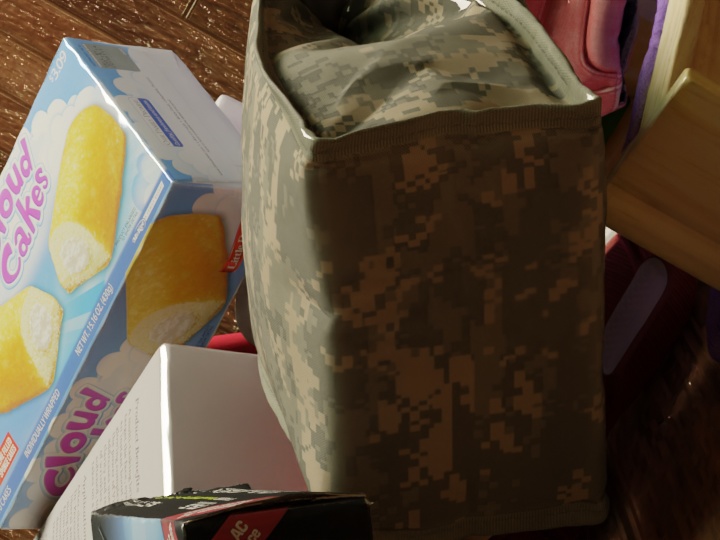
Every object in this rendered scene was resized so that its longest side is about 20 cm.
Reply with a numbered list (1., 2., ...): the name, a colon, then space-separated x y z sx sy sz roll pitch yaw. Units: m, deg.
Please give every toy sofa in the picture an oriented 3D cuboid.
1. toy sofa: 0.136 -0.060 0.940 0.098 0.083 0.200 -55 8 33

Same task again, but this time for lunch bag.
1. lunch bag: 0.014 -0.019 0.901 0.200 0.118 0.164 -119 23 -60

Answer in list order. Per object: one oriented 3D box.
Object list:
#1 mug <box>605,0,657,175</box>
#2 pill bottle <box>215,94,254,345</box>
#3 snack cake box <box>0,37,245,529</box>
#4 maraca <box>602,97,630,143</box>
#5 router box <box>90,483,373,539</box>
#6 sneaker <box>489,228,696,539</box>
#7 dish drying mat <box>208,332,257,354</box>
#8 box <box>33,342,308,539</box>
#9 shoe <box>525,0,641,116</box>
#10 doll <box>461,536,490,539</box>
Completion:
1. mug: 0.115 -0.133 1.126 0.187 0.153 0.149 -56 8 44
2. pill bottle: 0.000 0.000 1.234 0.114 0.200 0.114 -61 6 11
3. snack cake box: -0.125 0.008 1.169 0.115 0.067 0.200 50 123 38
4. maraca: 0.123 -0.143 1.233 0.200 0.137 0.107 -59 28 0
5. router box: -0.035 0.171 0.829 0.150 0.062 0.200 163 100 -73
6. sneaker: 0.043 0.056 1.028 0.200 0.078 0.116 -49 32 -13
7. dish drying mat: -0.015 0.041 1.337 0.077 0.200 0.018 124 137 -67
8. box: -0.044 0.130 1.101 0.200 0.152 0.106 127 145 -52
9. shoe: 0.063 -0.064 1.055 0.071 0.091 0.200 -70 -12 -49
10. doll: -0.001 0.179 0.920 0.136 0.048 0.200 15 94 42
